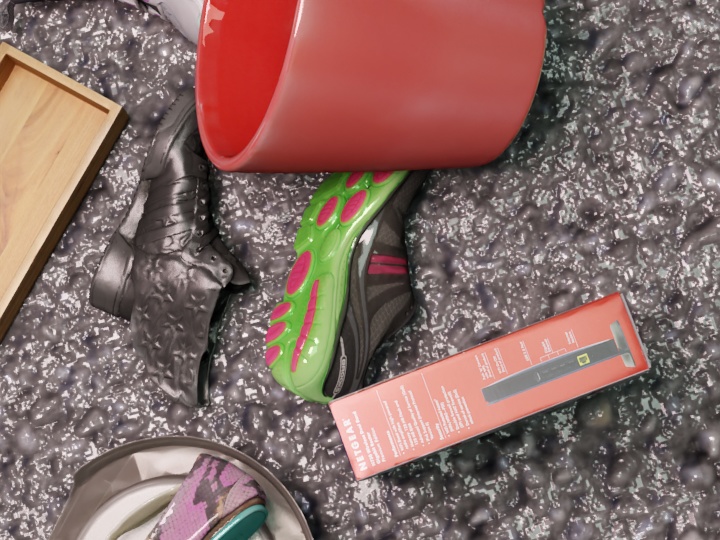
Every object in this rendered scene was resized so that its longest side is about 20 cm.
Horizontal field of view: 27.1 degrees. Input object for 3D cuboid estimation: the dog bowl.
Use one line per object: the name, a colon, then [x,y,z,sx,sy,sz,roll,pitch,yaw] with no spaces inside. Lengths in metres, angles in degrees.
dog bowl: [-0.123,0.211,0.991,0.199,0.059,0.201,0,82,3]

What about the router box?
router box: [0.076,0.077,0.929,0.179,0.200,0.049,-21,82,-1]

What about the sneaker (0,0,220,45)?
sneaker: [-0.191,-0.204,1.049,0.140,0.078,0.200,-37,73,-1]

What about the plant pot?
plant pot: [0.009,-0.149,0.946,0.176,0.200,0.202,8,81,-23]

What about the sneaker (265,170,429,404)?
sneaker: [0.000,0.000,1.017,0.077,0.084,0.201,4,64,47]

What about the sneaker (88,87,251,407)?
sneaker: [-0.115,-0.016,1.025,0.104,0.060,0.201,24,89,7]

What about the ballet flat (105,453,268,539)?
ballet flat: [-0.142,0.199,0.937,0.071,0.069,0.200,36,81,25]

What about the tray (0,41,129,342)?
tray: [-0.255,-0.047,1.045,0.098,0.037,0.201,28,85,6]
